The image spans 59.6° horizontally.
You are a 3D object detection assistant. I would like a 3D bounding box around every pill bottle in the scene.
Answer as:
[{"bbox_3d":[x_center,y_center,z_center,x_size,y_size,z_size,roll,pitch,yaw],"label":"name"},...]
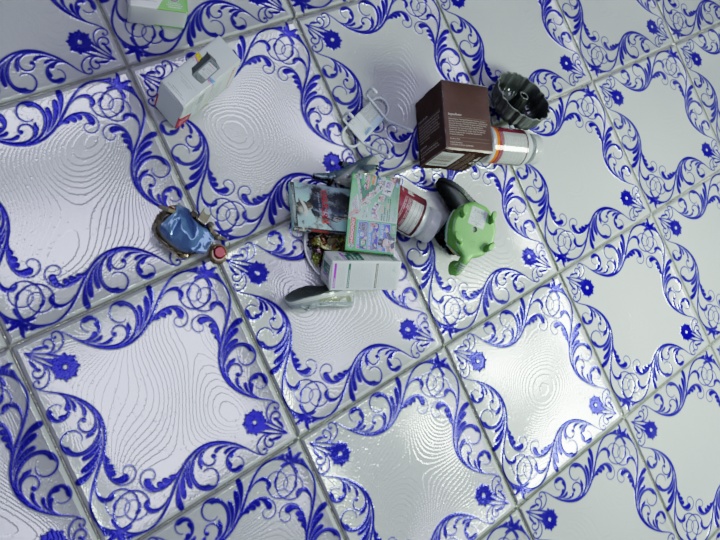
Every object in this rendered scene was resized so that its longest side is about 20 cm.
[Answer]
[{"bbox_3d":[0.121,-0.165,1.745,0.197,0.114,0.117,27,71,-17],"label":"pill bottle"},{"bbox_3d":[0.460,-0.381,1.935,0.195,0.109,0.113,0,80,-24],"label":"pill bottle"}]

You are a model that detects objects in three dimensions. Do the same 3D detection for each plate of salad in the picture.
[{"bbox_3d":[-0.058,-0.070,1.686,0.195,0.048,0.206,4,80,-23],"label":"plate of salad"}]

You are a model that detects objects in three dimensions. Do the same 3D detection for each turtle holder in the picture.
[{"bbox_3d":[0.298,-0.088,1.734,0.137,0.131,0.191,-9,88,-17],"label":"turtle holder"}]

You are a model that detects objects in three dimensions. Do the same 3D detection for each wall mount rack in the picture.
[{"bbox_3d":[0.045,-0.410,1.777,0.174,0.074,0.201,45,67,-10],"label":"wall mount rack"}]

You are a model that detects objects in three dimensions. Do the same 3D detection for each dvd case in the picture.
[{"bbox_3d":[-0.093,-0.162,1.675,0.195,0.022,0.149,5,58,-21],"label":"dvd case"}]

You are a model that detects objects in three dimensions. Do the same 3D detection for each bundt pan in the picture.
[{"bbox_3d":[0.492,-0.523,1.971,0.197,0.076,0.206,15,54,-21],"label":"bundt pan"}]

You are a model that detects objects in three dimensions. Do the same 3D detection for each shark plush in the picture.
[{"bbox_3d":[-0.037,-0.268,1.742,0.195,0.091,0.085,-18,64,-9],"label":"shark plush"}]

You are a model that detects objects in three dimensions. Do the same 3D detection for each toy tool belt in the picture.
[{"bbox_3d":[-0.397,-0.086,1.498,0.197,0.122,0.127,32,70,-15],"label":"toy tool belt"}]

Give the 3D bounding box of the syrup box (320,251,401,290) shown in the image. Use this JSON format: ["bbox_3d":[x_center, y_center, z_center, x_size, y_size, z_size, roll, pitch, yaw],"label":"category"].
[{"bbox_3d":[0.000,0.000,1.643,0.195,0.079,0.084,1,109,-22],"label":"syrup box"}]

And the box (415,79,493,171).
[{"bbox_3d":[0.270,-0.415,1.827,0.160,0.165,0.206,1,81,-22],"label":"box"}]

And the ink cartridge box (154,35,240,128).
[{"bbox_3d":[-0.403,-0.462,1.551,0.086,0.147,0.201,45,66,-11],"label":"ink cartridge box"}]

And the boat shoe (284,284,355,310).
[{"bbox_3d":[-0.101,0.076,1.629,0.198,0.074,0.067,-10,111,-32],"label":"boat shoe"}]

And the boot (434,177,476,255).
[{"bbox_3d":[0.268,-0.152,1.835,0.197,0.073,0.164,38,74,-11],"label":"boot"}]

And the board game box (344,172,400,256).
[{"bbox_3d":[0.032,-0.146,1.645,0.130,0.029,0.206,6,85,-2],"label":"board game box"}]

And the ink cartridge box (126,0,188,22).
[{"bbox_3d":[-0.517,-0.733,1.585,0.142,0.084,0.206,-2,81,-24],"label":"ink cartridge box"}]
